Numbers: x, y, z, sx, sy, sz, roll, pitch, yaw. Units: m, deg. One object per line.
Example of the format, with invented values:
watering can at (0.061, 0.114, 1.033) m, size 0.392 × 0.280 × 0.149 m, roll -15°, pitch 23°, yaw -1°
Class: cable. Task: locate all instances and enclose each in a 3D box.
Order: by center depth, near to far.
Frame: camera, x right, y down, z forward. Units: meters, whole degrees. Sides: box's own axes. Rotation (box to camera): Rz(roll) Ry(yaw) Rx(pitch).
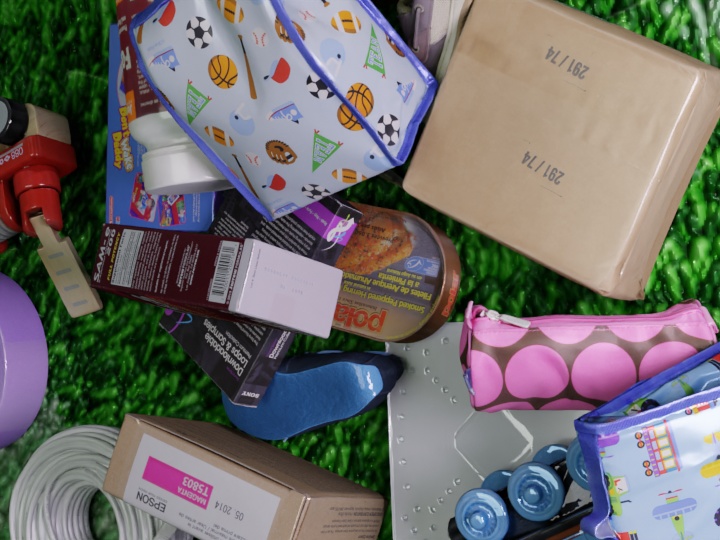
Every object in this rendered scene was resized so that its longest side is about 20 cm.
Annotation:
cable at (-0.260, 0.253, 1.264) m, size 0.199 × 0.069 × 0.201 m, roll 34°, pitch 107°, yaw 26°

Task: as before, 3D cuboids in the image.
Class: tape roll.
tape roll at (-0.431, 0.098, 1.361) m, size 0.198 × 0.065 × 0.203 m, roll 0°, pitch 90°, yaw 29°

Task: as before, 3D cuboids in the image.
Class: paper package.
paper package at (0.163, -0.104, 1.003) m, size 0.199 × 0.103 × 0.192 m, roll 28°, pitch 102°, yaw 27°

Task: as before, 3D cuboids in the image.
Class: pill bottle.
pill bottle at (-0.154, -0.173, 1.123) m, size 0.113 × 0.114 × 0.203 m, roll -8°, pitch 87°, yaw 29°

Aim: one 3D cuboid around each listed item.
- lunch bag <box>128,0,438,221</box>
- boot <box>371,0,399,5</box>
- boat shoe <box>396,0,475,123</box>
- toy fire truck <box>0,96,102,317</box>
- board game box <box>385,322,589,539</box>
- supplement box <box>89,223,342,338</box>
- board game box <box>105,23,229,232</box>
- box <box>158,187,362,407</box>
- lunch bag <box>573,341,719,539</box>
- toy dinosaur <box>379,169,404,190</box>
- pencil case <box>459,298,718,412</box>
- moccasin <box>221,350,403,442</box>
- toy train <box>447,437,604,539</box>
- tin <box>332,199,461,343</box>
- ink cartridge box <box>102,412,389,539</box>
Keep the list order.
lunch bag at (-0.066, -0.162, 1.005) m, size 0.169 × 0.125 × 0.200 m, roll -22°, pitch 123°, yaw 41°
boot at (0.047, -0.321, 1.084) m, size 0.198 × 0.073 × 0.157 m, roll -11°, pitch 83°, yaw 32°
boat shoe at (0.062, -0.210, 1.037) m, size 0.064 × 0.072 × 0.201 m, roll 21°, pitch 137°, yaw 10°
toy fire truck at (-0.353, -0.048, 1.298) m, size 0.175 × 0.128 × 0.202 m, roll -23°, pitch 70°, yaw 28°
board game box at (0.117, 0.144, 1.074) m, size 0.198 × 0.026 × 0.203 m, roll -3°, pitch 90°, yaw 29°
supplement box at (-0.124, 0.007, 1.063) m, size 0.199 × 0.108 × 0.062 m, roll 8°, pitch 82°, yaw 44°
board game box at (-0.181, -0.138, 1.228) m, size 0.133 × 0.045 × 0.203 m, roll 3°, pitch 92°, yaw 29°
box at (-0.094, 0.001, 1.137) m, size 0.143 × 0.036 × 0.201 m, roll 39°, pitch 103°, yaw 43°
lunch bag at (0.244, 0.146, 0.881) m, size 0.094 × 0.198 × 0.152 m, roll 18°, pitch 127°, yaw 69°
toy dinosaur at (-0.018, -0.157, 1.111) m, size 0.088 × 0.047 × 0.202 m, roll 5°, pitch 122°, yaw 45°
pencil case at (0.175, 0.063, 0.969) m, size 0.197 × 0.091 × 0.095 m, roll -3°, pitch 120°, yaw 4°
moccasin at (-0.042, 0.112, 1.137) m, size 0.199 × 0.068 × 0.081 m, roll -6°, pitch 99°, yaw 43°
toy train at (0.162, 0.195, 0.989) m, size 0.199 × 0.086 × 0.115 m, roll -32°, pitch 82°, yaw 26°
tin at (0.000, 0.000, 1.116) m, size 0.199 × 0.042 × 0.113 m, roll 14°, pitch 86°, yaw 37°
ink cartridge box at (-0.099, 0.196, 1.114) m, size 0.198 × 0.164 × 0.076 m, roll 20°, pitch 90°, yaw 28°
